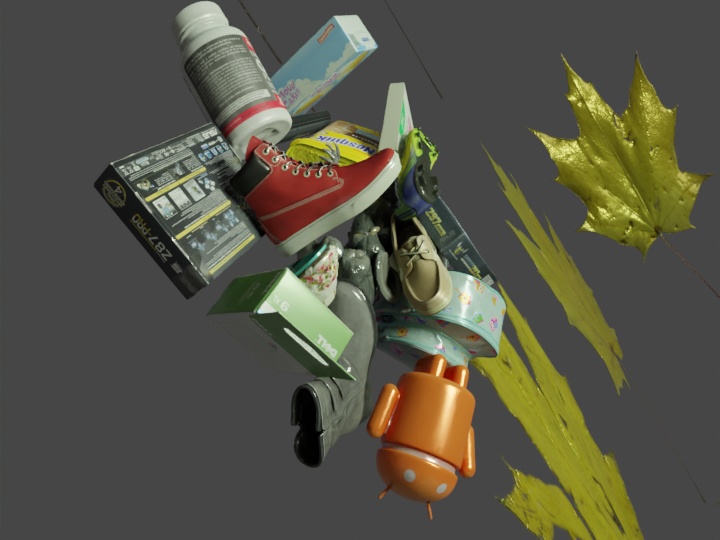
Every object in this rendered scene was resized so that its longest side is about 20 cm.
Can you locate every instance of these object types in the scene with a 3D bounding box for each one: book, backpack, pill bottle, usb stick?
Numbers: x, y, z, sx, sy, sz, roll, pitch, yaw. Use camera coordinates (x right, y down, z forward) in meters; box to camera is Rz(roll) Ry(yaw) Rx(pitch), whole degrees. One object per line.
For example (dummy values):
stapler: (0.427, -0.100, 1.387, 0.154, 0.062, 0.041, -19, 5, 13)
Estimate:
book: (0.072, -0.213, 0.952, 0.200, 0.047, 0.136, 60, 36, -63)
backpack: (0.124, 0.083, 0.839, 0.175, 0.198, 0.156, 37, 55, -34)
pill bottle: (-0.191, -0.274, 0.766, 0.202, 0.110, 0.110, 61, 30, 2)
usb stick: (-0.109, -0.249, 0.923, 0.033, 0.055, 0.200, 54, 30, -5)

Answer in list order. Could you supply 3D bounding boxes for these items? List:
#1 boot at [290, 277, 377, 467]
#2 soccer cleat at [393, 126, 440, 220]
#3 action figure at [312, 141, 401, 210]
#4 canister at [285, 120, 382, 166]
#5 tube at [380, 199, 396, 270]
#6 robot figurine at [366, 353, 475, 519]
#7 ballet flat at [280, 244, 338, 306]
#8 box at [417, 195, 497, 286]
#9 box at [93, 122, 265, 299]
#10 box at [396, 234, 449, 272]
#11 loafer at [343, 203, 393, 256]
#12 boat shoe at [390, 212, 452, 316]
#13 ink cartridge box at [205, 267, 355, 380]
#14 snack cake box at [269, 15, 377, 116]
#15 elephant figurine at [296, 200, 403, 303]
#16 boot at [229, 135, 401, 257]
boot: (-0.033, 0.119, 0.635, 0.131, 0.069, 0.204, -21, 106, -61)
soccer cleat: (0.080, -0.157, 0.836, 0.064, 0.083, 0.202, 37, 36, -25)
action figure: (-0.043, -0.125, 0.763, 0.120, 0.196, 0.104, -83, 164, -53)
canister: (-0.030, -0.191, 0.920, 0.146, 0.088, 0.201, 19, 30, 7)
tube: (0.055, -0.065, 1.022, 0.057, 0.052, 0.203, -23, 86, -21)
robot figurine: (0.090, 0.219, 0.717, 0.144, 0.115, 0.203, 49, 54, -47)
ballet flat: (-0.064, 0.019, 0.628, 0.064, 0.199, 0.076, 48, 64, -11)
box: (0.154, -0.061, 0.918, 0.200, 0.051, 0.159, 40, 17, -52)
box: (-0.196, -0.083, 0.652, 0.162, 0.049, 0.201, 52, 31, -12)
box: (0.122, -0.012, 0.995, 0.199, 0.048, 0.084, 19, 75, -67)
loafer: (0.028, -0.059, 0.940, 0.199, 0.071, 0.074, -35, 138, -42)
boat shoe: (0.080, -0.017, 0.772, 0.065, 0.071, 0.202, 53, 17, -36)
ink cartridge box: (-0.078, 0.056, 0.558, 0.104, 0.199, 0.060, 46, 62, -21)
snack cake box: (-0.076, -0.341, 0.909, 0.068, 0.198, 0.115, 52, 31, -10)
elephant figurine: (0.000, 0.000, 0.786, 0.141, 0.157, 0.199, 34, 26, 21)
boot: (-0.059, -0.126, 0.656, 0.145, 0.198, 0.073, 55, 12, -19)
